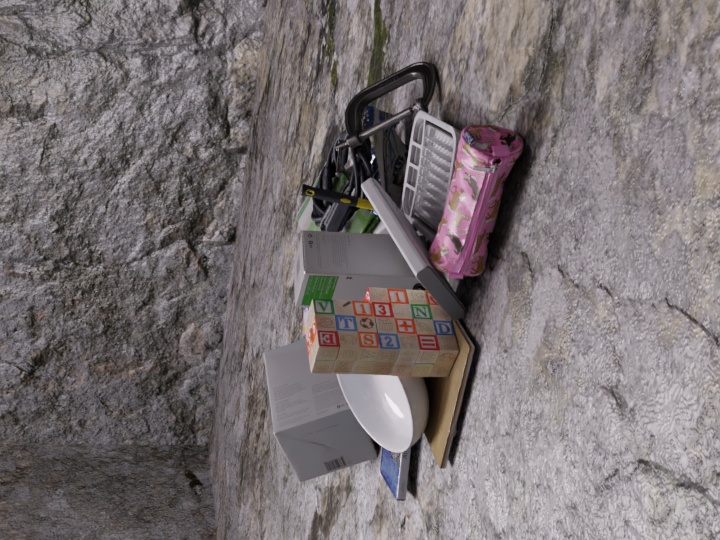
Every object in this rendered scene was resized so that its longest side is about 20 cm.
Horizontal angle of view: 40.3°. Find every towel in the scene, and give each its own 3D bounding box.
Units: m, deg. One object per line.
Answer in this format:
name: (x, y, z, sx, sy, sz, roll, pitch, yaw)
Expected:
towel: (-0.041, -0.094, 1.739, 0.150, 0.031, 0.200, -59, 39, 22)

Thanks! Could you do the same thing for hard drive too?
hard drive: (0.074, -0.032, 1.389, 0.132, 0.027, 0.200, 47, -169, -47)

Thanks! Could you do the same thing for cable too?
cable: (-0.029, -0.156, 1.663, 0.163, 0.051, 0.201, -104, 33, -53)

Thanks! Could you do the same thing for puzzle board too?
puzzle board: (0.122, 0.160, 1.415, 0.151, 0.017, 0.201, -114, 31, -62)

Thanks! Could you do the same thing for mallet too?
mallet: (0.005, -0.117, 1.575, 0.041, 0.199, 0.066, -83, 14, -68)

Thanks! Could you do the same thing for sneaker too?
sneaker: (0.045, -0.186, 1.652, 0.077, 0.085, 0.201, 140, 131, -59)

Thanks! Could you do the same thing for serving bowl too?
serving bowl: (0.042, 0.170, 1.477, 0.200, 0.066, 0.201, 39, 142, 40)

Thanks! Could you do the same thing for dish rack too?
dish rack: (0.116, -0.139, 1.451, 0.200, 0.043, 0.173, -128, 44, -68)

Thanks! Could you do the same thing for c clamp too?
c clamp: (0.041, -0.249, 1.568, 0.199, 0.027, 0.171, -28, 42, 20)

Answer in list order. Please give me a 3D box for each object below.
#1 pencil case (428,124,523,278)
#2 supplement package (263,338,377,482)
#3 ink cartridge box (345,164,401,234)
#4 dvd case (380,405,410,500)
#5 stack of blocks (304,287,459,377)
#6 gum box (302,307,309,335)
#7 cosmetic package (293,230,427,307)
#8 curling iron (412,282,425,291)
pencil case: (0.146, -0.087, 1.258, 0.083, 0.086, 0.201, 34, 129, 28)
supplement package: (-0.074, 0.242, 1.778, 0.200, 0.151, 0.151, -105, -4, -49)
ink cartridge box: (-0.006, -0.099, 1.747, 0.200, 0.045, 0.177, -39, 46, 38)
dvd case: (0.061, 0.254, 1.592, 0.143, 0.017, 0.201, -146, 60, -79)
stack of blocks: (0.026, 0.085, 1.373, 0.115, 0.199, 0.059, -102, 21, -44)
gum box: (-0.067, 0.075, 2.035, 0.200, 0.066, 0.114, 154, 119, -73)
cosmetic package: (0.000, 0.000, 1.544, 0.108, 0.199, 0.085, 107, 162, -55)
curling iron: (0.078, -0.025, 1.496, 0.026, 0.049, 0.201, 98, 157, -58)
